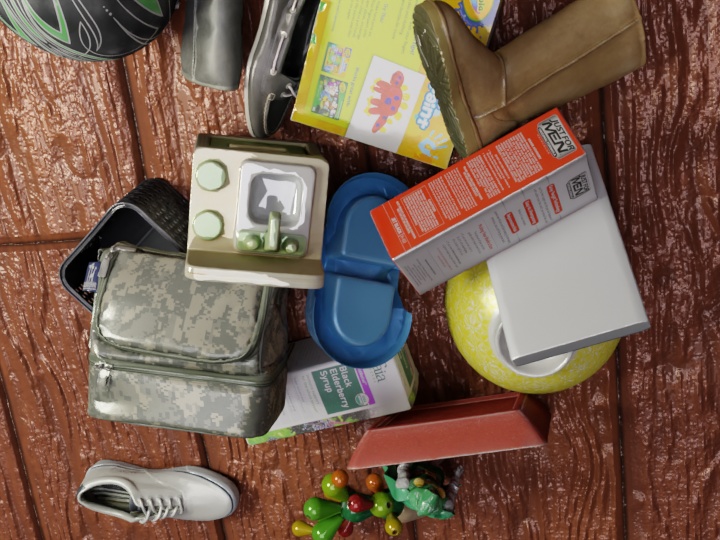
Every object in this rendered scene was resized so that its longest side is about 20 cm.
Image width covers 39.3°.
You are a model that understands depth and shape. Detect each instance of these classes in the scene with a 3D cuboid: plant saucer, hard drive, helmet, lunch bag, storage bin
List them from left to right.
[{"bbox_3d":[-0.263,-0.293,0.948,0.199,0.200,0.192,1,104,10],"label":"helmet"},{"bbox_3d":[-0.210,0.015,1.113,0.200,0.094,0.135,44,112,-8],"label":"storage bin"},{"bbox_3d":[-0.170,0.064,1.008,0.199,0.139,0.169,7,98,7],"label":"lunch bag"},{"bbox_3d":[0.099,0.163,1.070,0.199,0.200,0.037,-10,89,12],"label":"plant saucer"},{"bbox_3d":[0.190,-0.017,0.989,0.131,0.201,0.027,-18,150,13],"label":"hard drive"}]

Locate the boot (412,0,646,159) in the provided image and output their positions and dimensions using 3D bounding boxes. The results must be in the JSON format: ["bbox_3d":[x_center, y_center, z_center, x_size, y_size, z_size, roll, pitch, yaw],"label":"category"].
[{"bbox_3d":[0.156,-0.212,0.916,0.199,0.066,0.175,-29,138,-5],"label":"boot"}]

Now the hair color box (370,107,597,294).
[{"bbox_3d":[0.120,-0.062,0.963,0.199,0.102,0.061,-28,63,7],"label":"hair color box"}]

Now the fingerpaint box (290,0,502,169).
[{"bbox_3d":[0.040,-0.223,0.984,0.166,0.073,0.201,17,114,3],"label":"fingerpaint box"}]

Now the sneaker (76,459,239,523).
[{"bbox_3d":[-0.250,0.283,1.238,0.199,0.071,0.073,3,112,9],"label":"sneaker"}]

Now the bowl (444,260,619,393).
[{"bbox_3d":[0.181,0.052,1.051,0.199,0.108,0.201,4,112,9],"label":"bowl"}]

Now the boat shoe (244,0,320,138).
[{"bbox_3d":[-0.071,-0.223,1.005,0.057,0.067,0.201,19,112,18],"label":"boat shoe"}]

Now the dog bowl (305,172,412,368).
[{"bbox_3d":[0.000,0.000,1.047,0.111,0.050,0.201,10,85,-24],"label":"dog bowl"}]

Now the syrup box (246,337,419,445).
[{"bbox_3d":[-0.041,0.124,1.133,0.199,0.082,0.079,-14,111,16],"label":"syrup box"}]

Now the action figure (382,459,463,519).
[{"bbox_3d":[0.069,0.225,1.089,0.118,0.200,0.055,23,95,-1],"label":"action figure"}]

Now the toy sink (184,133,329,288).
[{"bbox_3d":[-0.101,-0.068,0.984,0.130,0.200,0.113,4,106,-7],"label":"toy sink"}]

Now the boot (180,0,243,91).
[{"bbox_3d":[-0.126,-0.271,0.956,0.072,0.182,0.201,3,108,-26],"label":"boot"}]

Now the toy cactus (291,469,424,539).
[{"bbox_3d":[0.016,0.279,1.160,0.164,0.103,0.200,0,154,-23],"label":"toy cactus"}]
